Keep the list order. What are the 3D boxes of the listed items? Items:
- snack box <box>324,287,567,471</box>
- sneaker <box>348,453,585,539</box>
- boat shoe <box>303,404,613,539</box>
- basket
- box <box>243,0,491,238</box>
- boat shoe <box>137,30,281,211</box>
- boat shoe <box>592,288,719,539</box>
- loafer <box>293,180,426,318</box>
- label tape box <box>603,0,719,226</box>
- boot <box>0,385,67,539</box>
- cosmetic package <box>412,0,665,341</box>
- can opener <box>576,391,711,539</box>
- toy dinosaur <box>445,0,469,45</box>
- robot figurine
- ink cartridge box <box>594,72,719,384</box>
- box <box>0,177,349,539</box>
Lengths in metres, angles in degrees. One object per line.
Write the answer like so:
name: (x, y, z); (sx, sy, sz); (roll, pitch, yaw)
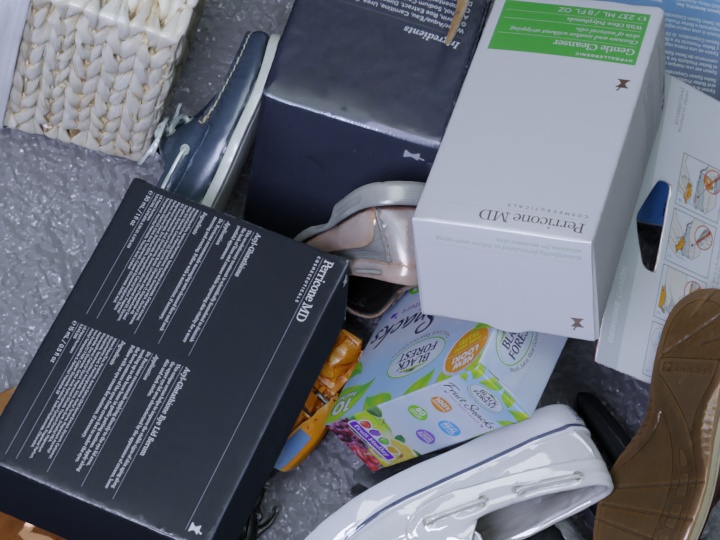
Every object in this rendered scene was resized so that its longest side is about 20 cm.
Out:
snack box: (0.075, 0.020, 1.352); (0.053, 0.142, 0.200); (44, 50, -18)
sneaker: (0.088, 0.183, 1.357); (0.104, 0.060, 0.200); (-30, 74, -13)
boat shoe: (0.054, 0.152, 1.300); (0.200, 0.072, 0.066); (-25, 58, -11)
basket: (-0.163, -0.170, 1.399); (0.123, 0.200, 0.136); (20, 66, -4)
box: (0.012, -0.133, 1.404); (0.117, 0.197, 0.200); (17, 66, 0)
boat shoe: (-0.107, -0.064, 1.404); (0.062, 0.075, 0.200); (23, 96, 7)
boat shoe: (0.199, 0.114, 1.323); (0.072, 0.072, 0.200); (3, 70, 43)
loafer: (0.000, 0.000, 1.348); (0.072, 0.200, 0.063); (0, 76, -14)
label tape box: (0.169, -0.120, 1.494); (0.143, 0.066, 0.200); (9, 72, -4)
boot: (-0.163, 0.159, 1.305); (0.188, 0.068, 0.200); (-21, 73, 16)
cosmetic package: (0.107, -0.063, 1.282); (0.108, 0.085, 0.200); (7, 47, 14)
can opener: (0.179, 0.160, 1.377); (0.063, 0.079, 0.200); (-22, 62, -8)
toy dinosaur: (0.040, -0.229, 1.321); (0.106, 0.060, 0.200); (-40, 68, 5)
robot figurine: (-0.095, 0.094, 1.367); (0.145, 0.058, 0.200); (38, 67, 12)
ink cartridge box: (0.217, -0.006, 1.405); (0.173, 0.044, 0.200); (22, 72, -30)
box: (-0.108, 0.065, 1.275); (0.141, 0.079, 0.200); (21, 62, 12)
